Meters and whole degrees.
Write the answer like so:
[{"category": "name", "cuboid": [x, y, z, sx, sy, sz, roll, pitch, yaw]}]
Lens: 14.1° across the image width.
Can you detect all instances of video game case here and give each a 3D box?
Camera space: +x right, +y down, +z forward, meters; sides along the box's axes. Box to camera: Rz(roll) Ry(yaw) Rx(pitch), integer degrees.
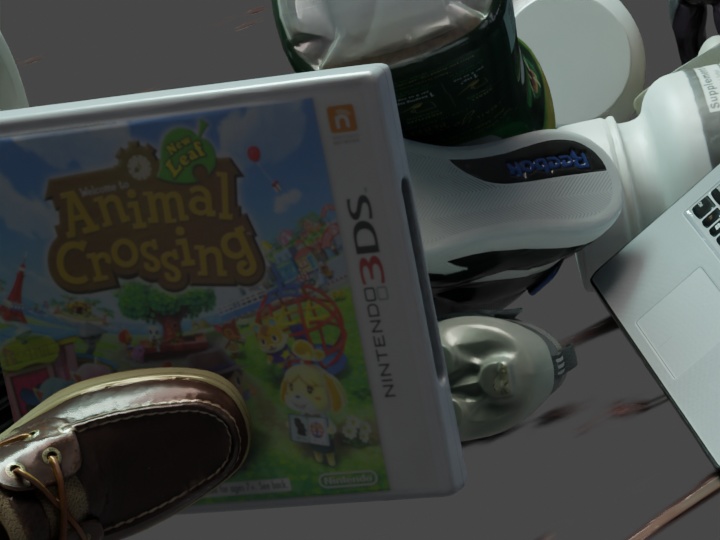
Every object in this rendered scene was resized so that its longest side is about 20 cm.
[{"category": "video game case", "cuboid": [-0.065, 0.014, 1.223, 0.199, 0.183, 0.022, -6, 14, 22]}]

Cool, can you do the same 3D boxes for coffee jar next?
[{"category": "coffee jar", "cuboid": [0.030, -0.092, 1.335, 0.104, 0.086, 0.200, -16, -22, 5]}]

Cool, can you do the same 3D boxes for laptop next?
[{"category": "laptop", "cuboid": [0.166, -0.054, 1.207, 0.200, 0.116, 0.187, -41, 26, 7]}]

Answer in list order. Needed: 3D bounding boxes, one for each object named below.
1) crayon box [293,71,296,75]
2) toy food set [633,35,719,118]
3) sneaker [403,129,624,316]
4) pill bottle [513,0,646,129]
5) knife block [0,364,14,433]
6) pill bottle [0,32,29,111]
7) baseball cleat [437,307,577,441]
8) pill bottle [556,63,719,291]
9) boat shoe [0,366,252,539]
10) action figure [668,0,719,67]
[{"category": "crayon box", "cuboid": [0.005, -0.120, 1.670, 0.173, 0.058, 0.200, -52, 3, -5]}, {"category": "toy food set", "cuboid": [0.252, -0.113, 1.529, 0.143, 0.061, 0.199, -32, -17, 36]}, {"category": "sneaker", "cuboid": [0.011, -0.010, 1.303, 0.199, 0.073, 0.112, 0, -29, -25]}, {"category": "pill bottle", "cuboid": [0.105, -0.113, 1.646, 0.104, 0.105, 0.200, -12, 0, -2]}, {"category": "knife block", "cuboid": [-0.101, 0.028, 1.372, 0.199, 0.177, 0.064, 12, 7, -35]}, {"category": "pill bottle", "cuboid": [-0.257, -0.049, 1.322, 0.199, 0.114, 0.113, -12, 14, 12]}, {"category": "baseball cleat", "cuboid": [-0.002, 0.053, 1.296, 0.199, 0.070, 0.106, 0, 4, 22]}, {"category": "pill bottle", "cuboid": [0.198, -0.049, 1.401, 0.199, 0.111, 0.111, -11, 14, 1]}, {"category": "boat shoe", "cuboid": [-0.138, 0.100, 1.195, 0.199, 0.073, 0.072, -16, 22, -1]}, {"category": "action figure", "cuboid": [0.196, -0.156, 1.634, 0.130, 0.201, 0.069, 2, 17, 39]}]
